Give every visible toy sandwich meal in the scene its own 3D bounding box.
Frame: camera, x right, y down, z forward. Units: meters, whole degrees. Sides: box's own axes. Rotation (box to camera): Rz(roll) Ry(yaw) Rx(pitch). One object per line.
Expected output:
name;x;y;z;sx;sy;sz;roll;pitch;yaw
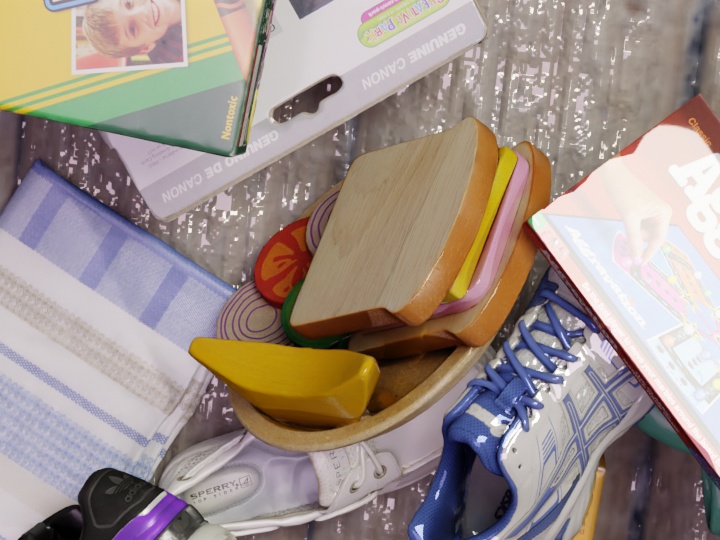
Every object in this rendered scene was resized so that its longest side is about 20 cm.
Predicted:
toy sandwich meal;0.000;0.000;1.140;0.205;0.205;0.070;-40;126;8

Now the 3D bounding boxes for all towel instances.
towel;-0.164;0.062;1.244;0.147;0.024;0.200;32;97;1

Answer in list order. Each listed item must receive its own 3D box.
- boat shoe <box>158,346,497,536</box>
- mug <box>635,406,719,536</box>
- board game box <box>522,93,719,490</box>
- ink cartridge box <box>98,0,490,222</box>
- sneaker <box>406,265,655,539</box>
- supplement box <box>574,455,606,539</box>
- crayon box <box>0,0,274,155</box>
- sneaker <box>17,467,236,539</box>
boat shoe;-0.015;0.097;1.214;0.200;0.069;0.071;-26;94;6
mug;0.193;0.030;1.169;0.152;0.114;0.185;-36;94;8
board game box;0.174;0.029;1.064;0.103;0.019;0.200;-36;85;-10
ink cartridge box;-0.057;-0.147;1.175;0.200;0.084;0.176;-28;93;7
sneaker;0.087;0.063;1.104;0.075;0.088;0.200;32;112;34
supplement box;0.081;0.187;1.223;0.069;0.067;0.201;8;99;3
crayon box;-0.119;-0.166;1.042;0.172;0.058;0.201;11;95;2
sneaker;-0.138;0.173;1.213;0.099;0.070;0.200;35;129;9
